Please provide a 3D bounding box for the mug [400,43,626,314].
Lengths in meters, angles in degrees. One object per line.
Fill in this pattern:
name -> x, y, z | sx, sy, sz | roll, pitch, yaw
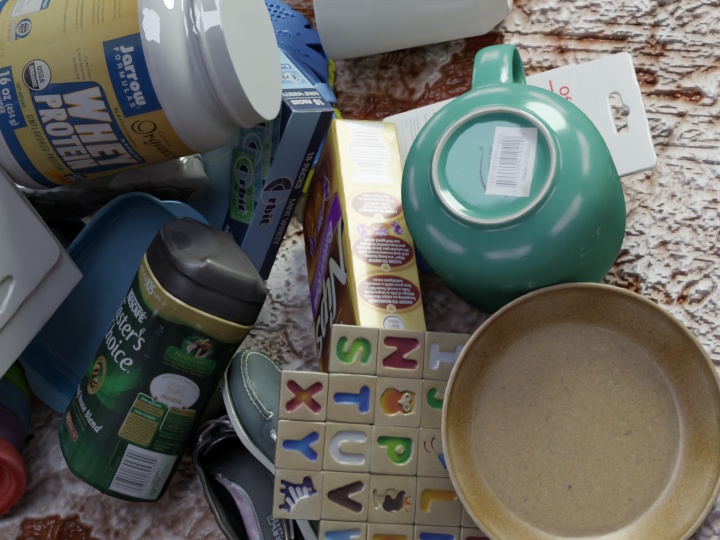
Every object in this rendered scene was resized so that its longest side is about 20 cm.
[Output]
mug -> 0.096, -0.065, 1.182 | 0.152, 0.114, 0.185 | -40, 66, 1

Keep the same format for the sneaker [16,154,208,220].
sneaker -> -0.218, -0.097, 1.340 | 0.200, 0.078, 0.100 | -4, 73, 7

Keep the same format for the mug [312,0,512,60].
mug -> 0.044, -0.257, 1.361 | 0.153, 0.187, 0.150 | 0, 68, 10

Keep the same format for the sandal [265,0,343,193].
sandal -> -0.061, -0.163, 1.393 | 0.079, 0.087, 0.200 | -28, 53, 4

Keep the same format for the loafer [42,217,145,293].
loafer -> -0.206, 0.004, 1.370 | 0.200, 0.073, 0.072 | 13, 104, 19

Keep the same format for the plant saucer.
plant saucer -> 0.152, 0.109, 1.144 | 0.200, 0.035, 0.201 | 1, 81, -5

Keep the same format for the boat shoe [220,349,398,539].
boat shoe -> -0.033, 0.127, 1.210 | 0.062, 0.073, 0.200 | -52, 56, 32

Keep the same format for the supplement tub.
supplement tub -> -0.171, -0.147, 1.220 | 0.200, 0.145, 0.145 | -12, 57, 15

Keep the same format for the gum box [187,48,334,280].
gum box -> -0.115, -0.117, 1.346 | 0.045, 0.170, 0.200 | -8, 44, -39

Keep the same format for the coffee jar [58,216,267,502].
coffee jar -> -0.146, 0.064, 1.236 | 0.200, 0.085, 0.104 | -61, 27, 13

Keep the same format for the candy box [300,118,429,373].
candy box -> 0.000, 0.000, 1.250 | 0.056, 0.117, 0.200 | 1, 56, -16

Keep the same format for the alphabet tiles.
alphabet tiles -> 0.040, 0.125, 1.148 | 0.200, 0.006, 0.167 | 5, 85, -14

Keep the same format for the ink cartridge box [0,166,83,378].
ink cartridge box -> -0.344, -0.005, 1.251 | 0.200, 0.145, 0.145 | 10, 54, 40

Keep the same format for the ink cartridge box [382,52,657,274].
ink cartridge box -> 0.126, -0.082, 1.287 | 0.200, 0.067, 0.116 | -14, 58, 12

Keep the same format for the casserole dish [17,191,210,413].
casserole dish -> -0.185, 0.026, 1.306 | 0.121, 0.039, 0.200 | 40, 103, -2

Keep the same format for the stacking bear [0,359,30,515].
stacking bear -> -0.320, 0.089, 1.330 | 0.114, 0.121, 0.200 | -19, 49, 11

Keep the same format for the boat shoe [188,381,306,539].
boat shoe -> -0.085, 0.151, 1.233 | 0.067, 0.057, 0.200 | -32, 55, 2
